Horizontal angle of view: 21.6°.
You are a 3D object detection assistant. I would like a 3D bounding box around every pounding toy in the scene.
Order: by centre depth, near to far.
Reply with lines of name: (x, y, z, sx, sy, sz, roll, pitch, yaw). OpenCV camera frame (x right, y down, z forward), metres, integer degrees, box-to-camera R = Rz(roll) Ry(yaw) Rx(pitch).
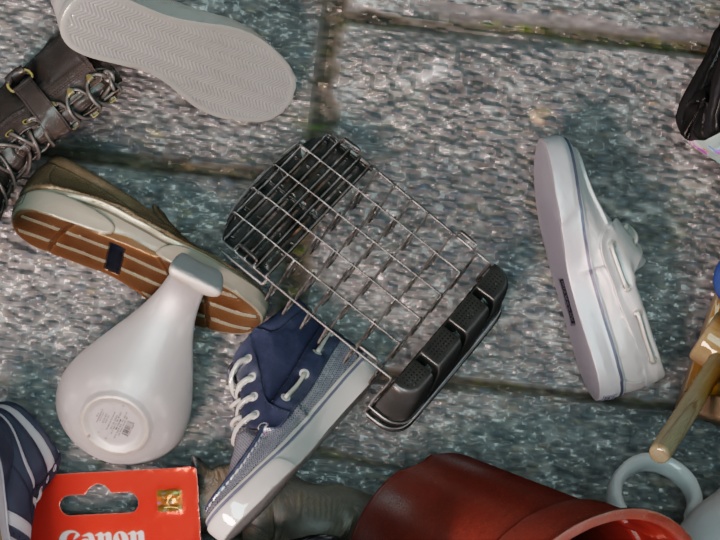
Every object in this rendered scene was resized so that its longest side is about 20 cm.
pounding toy: (0.287, 0.059, 1.342, 0.142, 0.184, 0.201, 20, 87, -1)

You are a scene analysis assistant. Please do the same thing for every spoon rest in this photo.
spoon rest: (-0.151, 0.063, 1.357, 0.099, 0.061, 0.200, 28, 123, -8)

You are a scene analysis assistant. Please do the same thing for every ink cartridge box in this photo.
ink cartridge box: (-0.191, 0.249, 1.361, 0.162, 0.057, 0.201, -5, 93, 14)

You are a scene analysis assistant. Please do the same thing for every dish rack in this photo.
dish rack: (0.000, 0.000, 1.372, 0.200, 0.055, 0.153, 39, 56, 5)

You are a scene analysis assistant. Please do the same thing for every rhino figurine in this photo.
rhino figurine: (-0.066, 0.185, 1.384, 0.199, 0.060, 0.088, 17, 88, 4)

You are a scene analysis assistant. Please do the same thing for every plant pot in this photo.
plant pot: (0.100, 0.226, 1.299, 0.200, 0.195, 0.202, -11, 110, -32)

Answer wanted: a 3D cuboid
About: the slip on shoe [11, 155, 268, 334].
slip on shoe: (-0.155, -0.020, 1.389, 0.199, 0.076, 0.061, 23, 55, -3)

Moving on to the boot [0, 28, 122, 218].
boot: (-0.242, -0.089, 1.337, 0.174, 0.200, 0.069, -36, 131, 1)

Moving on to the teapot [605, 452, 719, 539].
teapot: (0.301, 0.212, 1.359, 0.197, 0.146, 0.200, -17, 125, 21)

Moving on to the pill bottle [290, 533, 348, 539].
pill bottle: (-0.047, 0.237, 1.257, 0.112, 0.200, 0.112, 16, 65, -39)

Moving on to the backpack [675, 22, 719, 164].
backpack: (0.322, -0.155, 1.371, 0.126, 0.167, 0.200, 32, 93, -6)

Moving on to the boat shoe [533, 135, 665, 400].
boat shoe: (0.178, -0.007, 1.403, 0.065, 0.074, 0.201, -15, 98, -8)

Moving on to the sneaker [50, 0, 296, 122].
sneaker: (-0.142, -0.184, 1.387, 0.200, 0.116, 0.074, 23, 113, -36)

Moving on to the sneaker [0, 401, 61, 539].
sneaker: (-0.260, 0.192, 1.357, 0.070, 0.108, 0.201, 1, 103, 14)

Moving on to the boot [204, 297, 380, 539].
boot: (-0.072, 0.105, 1.349, 0.090, 0.073, 0.200, 40, 45, 4)
